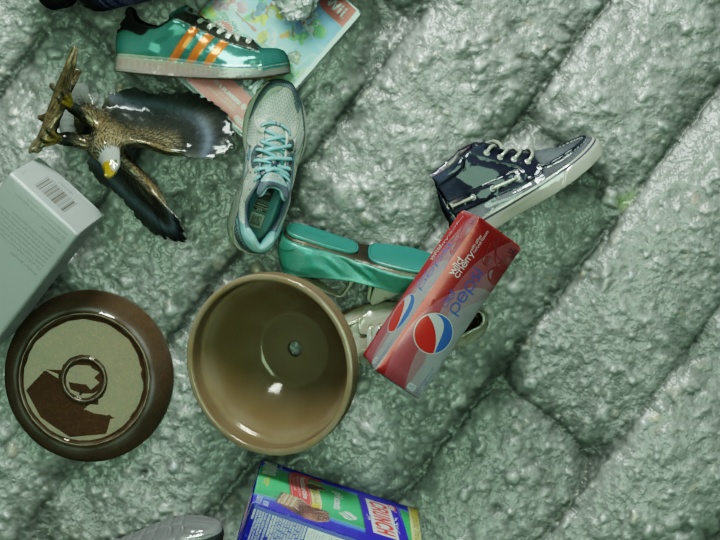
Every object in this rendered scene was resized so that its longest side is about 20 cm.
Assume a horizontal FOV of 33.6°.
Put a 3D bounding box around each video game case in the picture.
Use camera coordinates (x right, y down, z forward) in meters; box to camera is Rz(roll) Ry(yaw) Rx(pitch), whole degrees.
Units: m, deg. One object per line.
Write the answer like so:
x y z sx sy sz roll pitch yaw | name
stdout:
-0.115 -0.268 1.369 0.143 0.017 0.200 42 91 -3 | video game case

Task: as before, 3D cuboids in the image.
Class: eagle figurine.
-0.259 -0.135 1.323 0.198 0.151 0.153 21 62 -23 | eagle figurine

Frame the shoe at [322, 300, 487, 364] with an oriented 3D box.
0.051 0.068 1.374 0.197 0.053 0.071 -10 93 -1 | shoe

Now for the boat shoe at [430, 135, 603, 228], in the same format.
0.173 -0.119 1.355 0.199 0.075 0.093 -33 101 1 | boat shoe

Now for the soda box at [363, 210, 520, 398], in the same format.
0.088 0.035 1.308 0.063 0.070 0.201 33 91 -16 | soda box

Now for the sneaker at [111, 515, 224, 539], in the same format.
-0.238 0.359 1.381 0.198 0.078 0.113 -18 98 11 | sneaker

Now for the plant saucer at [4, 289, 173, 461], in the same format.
-0.317 0.125 1.379 0.197 0.034 0.203 0 94 -2 | plant saucer

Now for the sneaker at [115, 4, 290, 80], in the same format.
-0.175 -0.254 1.324 0.197 0.071 0.081 4 97 0 | sneaker

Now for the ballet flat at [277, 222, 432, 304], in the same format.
0.000 0.000 1.372 0.197 0.068 0.071 13 117 -2 | ballet flat

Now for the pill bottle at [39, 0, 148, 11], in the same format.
-0.259 -0.347 1.302 0.198 0.112 0.113 -9 94 15 | pill bottle

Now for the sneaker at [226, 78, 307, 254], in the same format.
-0.096 -0.113 1.336 0.077 0.086 0.203 7 98 -16 | sneaker

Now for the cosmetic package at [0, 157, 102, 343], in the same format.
-0.386 -0.015 1.321 0.102 0.074 0.200 43 113 -4 | cosmetic package

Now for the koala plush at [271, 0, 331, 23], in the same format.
-0.061 -0.383 1.298 0.177 0.183 0.201 -39 107 -37 | koala plush

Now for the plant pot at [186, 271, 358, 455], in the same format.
-0.087 0.097 1.339 0.198 0.093 0.204 4 101 19 | plant pot

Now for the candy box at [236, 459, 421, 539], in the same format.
-0.033 0.296 1.328 0.198 0.169 0.078 20 96 -3 | candy box
